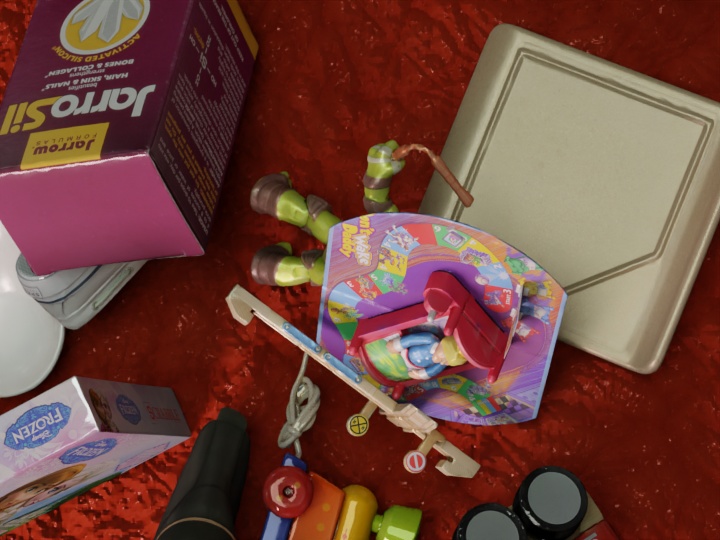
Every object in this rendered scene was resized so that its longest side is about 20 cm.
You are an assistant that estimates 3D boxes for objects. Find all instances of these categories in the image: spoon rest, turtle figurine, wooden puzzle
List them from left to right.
[{"bbox_3d":[-0.251,-0.011,1.580,0.099,0.061,0.202,2,84,14],"label":"spoon rest"},{"bbox_3d":[0.000,0.000,1.493,0.160,0.064,0.201,15,130,34],"label":"turtle figurine"},{"bbox_3d":[0.144,-0.049,1.505,0.199,0.037,0.186,22,90,20],"label":"wooden puzzle"}]

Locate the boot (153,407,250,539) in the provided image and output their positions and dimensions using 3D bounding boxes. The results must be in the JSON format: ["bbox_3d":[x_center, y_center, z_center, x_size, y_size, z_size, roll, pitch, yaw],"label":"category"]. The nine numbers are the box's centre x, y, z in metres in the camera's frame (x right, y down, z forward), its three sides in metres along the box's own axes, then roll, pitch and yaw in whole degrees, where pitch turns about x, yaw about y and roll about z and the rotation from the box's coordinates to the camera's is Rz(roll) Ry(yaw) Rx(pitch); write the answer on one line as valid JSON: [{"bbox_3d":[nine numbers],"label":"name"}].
[{"bbox_3d":[-0.120,0.205,1.525,0.077,0.139,0.200,24,128,-10],"label":"boot"}]

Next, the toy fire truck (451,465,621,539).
[{"bbox_3d":[0.109,0.257,1.422,0.175,0.129,0.201,-28,72,-22],"label":"toy fire truck"}]

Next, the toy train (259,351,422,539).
[{"bbox_3d":[-0.009,0.158,1.501,0.115,0.085,0.201,16,82,-1],"label":"toy train"}]

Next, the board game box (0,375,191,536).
[{"bbox_3d":[-0.232,0.135,1.488,0.199,0.200,0.041,-28,80,10],"label":"board game box"}]

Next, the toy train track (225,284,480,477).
[{"bbox_3d":[-0.011,0.081,1.467,0.200,0.115,0.033,37,81,-4],"label":"toy train track"}]

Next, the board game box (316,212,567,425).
[{"bbox_3d":[0.044,0.046,1.439,0.157,0.201,0.039,17,50,7],"label":"board game box"}]

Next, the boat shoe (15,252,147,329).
[{"bbox_3d":[-0.157,-0.046,1.560,0.200,0.067,0.073,-45,46,-14],"label":"boat shoe"}]

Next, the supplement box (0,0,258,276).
[{"bbox_3d":[-0.159,-0.108,1.493,0.130,0.104,0.201,-6,47,19],"label":"supplement box"}]
